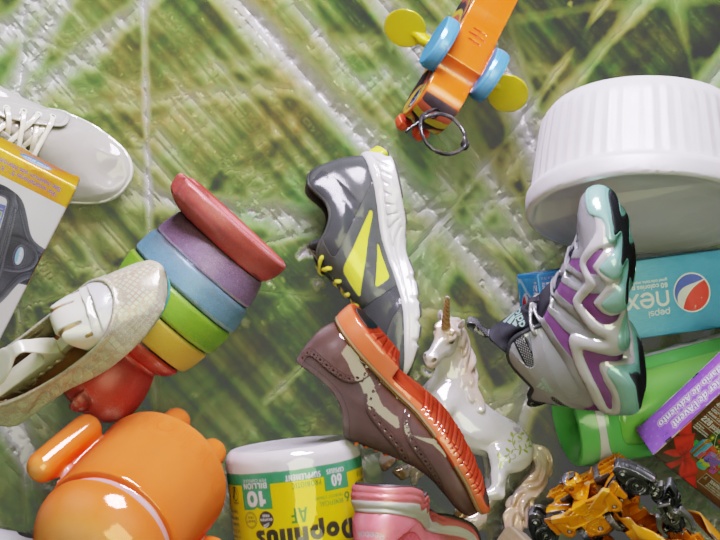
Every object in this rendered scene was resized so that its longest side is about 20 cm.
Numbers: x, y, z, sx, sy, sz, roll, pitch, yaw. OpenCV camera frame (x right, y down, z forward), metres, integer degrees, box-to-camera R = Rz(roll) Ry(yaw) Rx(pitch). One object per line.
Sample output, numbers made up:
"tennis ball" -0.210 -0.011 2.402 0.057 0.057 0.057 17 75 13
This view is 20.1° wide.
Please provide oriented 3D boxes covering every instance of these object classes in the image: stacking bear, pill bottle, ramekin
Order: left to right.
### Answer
"stacking bear" -0.165 0.035 1.641 0.114 0.121 0.200 42 91 2
"pill bottle" -0.045 0.240 1.655 0.112 0.113 0.201 -6 91 -12
"ramekin" 0.235 -0.088 1.685 0.201 0.202 0.095 5 72 -12

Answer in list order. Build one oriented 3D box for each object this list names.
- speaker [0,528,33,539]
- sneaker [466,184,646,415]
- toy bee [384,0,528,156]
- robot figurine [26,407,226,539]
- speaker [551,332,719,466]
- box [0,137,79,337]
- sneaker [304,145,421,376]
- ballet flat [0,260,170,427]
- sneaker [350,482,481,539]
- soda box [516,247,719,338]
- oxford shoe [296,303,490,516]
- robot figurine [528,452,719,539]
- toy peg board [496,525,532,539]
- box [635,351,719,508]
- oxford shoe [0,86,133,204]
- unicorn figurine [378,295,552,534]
"speaker" -0.205 0.263 1.636 0.199 0.081 0.082 12 86 -11
"sneaker" 0.152 0.028 1.639 0.139 0.078 0.201 -1 113 17
"toy bee" 0.066 -0.164 1.706 0.131 0.109 0.200 49 55 1
"robot figurine" -0.180 0.187 1.581 0.116 0.200 0.145 -6 114 27
"speaker" 0.268 0.108 1.741 0.199 0.088 0.089 -13 92 -12
"box" -0.319 -0.010 1.613 0.119 0.041 0.201 26 99 -10
"sneaker" 0.000 0.000 1.698 0.084 0.074 0.201 -8 82 -6
"ballet flat" -0.232 0.059 1.578 0.200 0.062 0.068 -39 59 19
"sneaker" 0.037 0.233 1.647 0.073 0.200 0.087 1 70 26
"soda box" 0.239 0.024 1.746 0.199 0.064 0.068 -7 91 -12
"oxford shoe" 0.029 0.125 1.639 0.072 0.071 0.200 -38 90 9
"robot figurine" 0.235 0.235 1.713 0.145 0.058 0.200 -33 109 29
"toy peg board" 0.141 0.349 1.649 0.098 0.200 0.200 31 95 -31
"box" 0.343 0.143 1.715 0.137 0.039 0.200 -45 126 11
"oxford shoe" -0.277 -0.109 1.641 0.199 0.058 0.076 26 81 -12
"unicorn figurine" 0.083 0.129 1.714 0.200 0.074 0.138 41 80 -25
